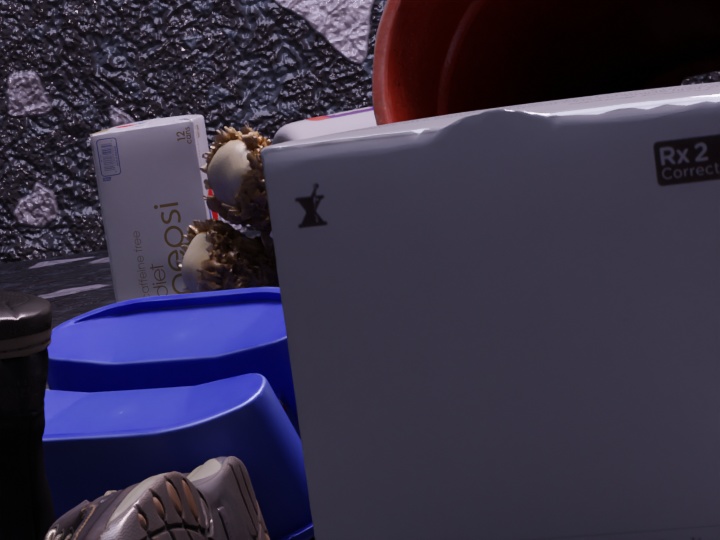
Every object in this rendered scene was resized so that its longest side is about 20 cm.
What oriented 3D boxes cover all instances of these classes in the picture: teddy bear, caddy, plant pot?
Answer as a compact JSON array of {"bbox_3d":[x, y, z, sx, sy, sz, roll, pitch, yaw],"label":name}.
[{"bbox_3d":[0.000,0.000,1.354,0.199,0.145,0.067,5,7,21],"label":"teddy bear"},{"bbox_3d":[-0.086,0.087,1.309,0.200,0.105,0.141,-5,30,30],"label":"caddy"},{"bbox_3d":[0.137,-0.074,1.298,0.200,0.201,0.195,-5,-20,26],"label":"plant pot"}]

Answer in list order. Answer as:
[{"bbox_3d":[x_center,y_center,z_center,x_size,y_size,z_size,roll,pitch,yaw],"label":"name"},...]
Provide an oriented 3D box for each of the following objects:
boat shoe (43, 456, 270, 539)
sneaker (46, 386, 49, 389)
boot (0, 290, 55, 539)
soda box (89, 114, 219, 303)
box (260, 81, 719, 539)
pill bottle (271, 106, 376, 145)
[{"bbox_3d":[-0.091,0.125,1.133,0.073,0.075,0.200,-18,-4,11],"label":"boat shoe"},{"bbox_3d":[-0.210,0.095,1.489,0.199,0.085,0.074,-9,5,-16],"label":"sneaker"},{"bbox_3d":[-0.199,0.085,1.216,0.200,0.151,0.073,-1,10,45],"label":"boot"},{"bbox_3d":[-0.111,0.011,1.603,0.063,0.201,0.068,-8,5,3],"label":"soda box"},{"bbox_3d":[0.081,0.031,1.119,0.198,0.201,0.131,-6,4,18],"label":"box"},{"bbox_3d":[0.060,-0.042,1.457,0.199,0.112,0.111,-12,6,-15],"label":"pill bottle"}]
